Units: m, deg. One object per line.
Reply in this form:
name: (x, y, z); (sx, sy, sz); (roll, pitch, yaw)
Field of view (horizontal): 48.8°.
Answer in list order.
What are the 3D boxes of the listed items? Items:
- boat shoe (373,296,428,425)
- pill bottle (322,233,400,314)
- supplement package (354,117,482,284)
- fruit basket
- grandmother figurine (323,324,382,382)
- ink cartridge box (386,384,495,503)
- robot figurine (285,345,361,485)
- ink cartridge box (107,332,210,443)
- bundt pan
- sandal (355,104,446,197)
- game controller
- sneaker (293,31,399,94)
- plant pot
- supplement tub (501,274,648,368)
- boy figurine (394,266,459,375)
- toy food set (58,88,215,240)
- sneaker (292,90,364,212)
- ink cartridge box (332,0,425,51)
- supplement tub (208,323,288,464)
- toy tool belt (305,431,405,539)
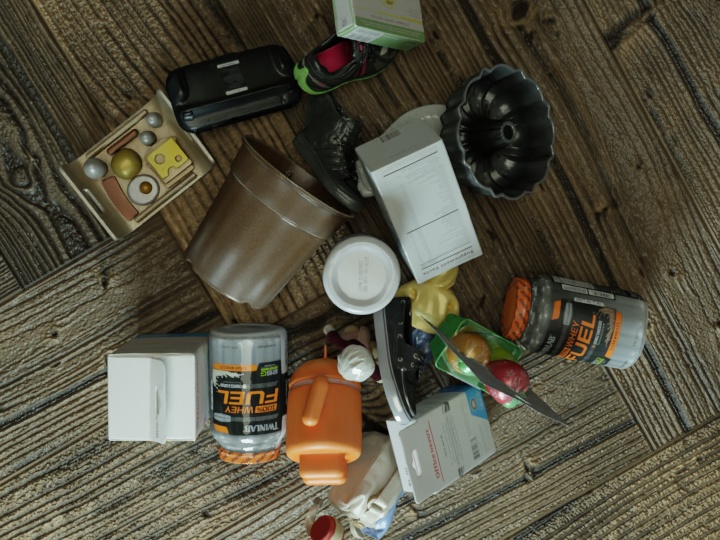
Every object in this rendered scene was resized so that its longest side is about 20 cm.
boat shoe: (0.066, 0.126, 1.164); (0.066, 0.070, 0.200); (-17, 54, 14)
pill bottle: (0.000, 0.000, 1.174); (0.109, 0.200, 0.109); (0, 94, -1)
supplement package: (0.087, -0.102, 1.177); (0.114, 0.110, 0.200); (-24, 120, -1)
fruit basket: (0.188, 0.151, 1.162); (0.185, 0.200, 0.094); (28, 105, -31)
grandmother figurine: (-0.006, 0.122, 1.183); (0.121, 0.200, 0.061); (31, 93, -4)
ink cartridge box: (0.112, 0.259, 1.204); (0.200, 0.067, 0.116); (-18, 96, -44)
robot figurine: (-0.054, 0.219, 1.202); (0.117, 0.144, 0.200); (-24, 54, 36)
ink cartridge box: (-0.295, 0.171, 1.182); (0.125, 0.200, 0.129); (0, 94, -1)
bundt pan: (0.198, -0.202, 1.194); (0.202, 0.076, 0.202); (1, 88, -34)
sandal: (0.066, -0.189, 1.240); (0.203, 0.050, 0.083); (-33, 77, 3)
game controller: (-0.193, -0.281, 1.218); (0.200, 0.042, 0.104); (-18, 80, -13)
sneaker: (-0.006, -0.327, 1.191); (0.200, 0.084, 0.077); (-36, 94, -24)
plant pot: (-0.147, -0.064, 1.180); (0.200, 0.200, 0.198); (37, 100, -3)
supplement tub: (0.327, 0.076, 1.225); (0.200, 0.123, 0.123); (11, 94, -1)
boy figurine: (0.098, 0.059, 1.249); (0.124, 0.064, 0.200); (17, 93, -6)
toy food set: (-0.344, -0.163, 1.226); (0.200, 0.060, 0.144); (-37, 94, 2)
sneaker: (-0.033, -0.190, 1.207); (0.104, 0.060, 0.200); (-44, 66, 14)
ink cartridge box: (0.017, -0.432, 1.163); (0.145, 0.048, 0.200); (-3, 83, -42)
supplement tub: (-0.172, 0.187, 1.225); (0.122, 0.123, 0.200); (-1, 95, -1)
toy tool belt: (0.018, 0.360, 1.238); (0.123, 0.125, 0.200); (44, 68, -31)
